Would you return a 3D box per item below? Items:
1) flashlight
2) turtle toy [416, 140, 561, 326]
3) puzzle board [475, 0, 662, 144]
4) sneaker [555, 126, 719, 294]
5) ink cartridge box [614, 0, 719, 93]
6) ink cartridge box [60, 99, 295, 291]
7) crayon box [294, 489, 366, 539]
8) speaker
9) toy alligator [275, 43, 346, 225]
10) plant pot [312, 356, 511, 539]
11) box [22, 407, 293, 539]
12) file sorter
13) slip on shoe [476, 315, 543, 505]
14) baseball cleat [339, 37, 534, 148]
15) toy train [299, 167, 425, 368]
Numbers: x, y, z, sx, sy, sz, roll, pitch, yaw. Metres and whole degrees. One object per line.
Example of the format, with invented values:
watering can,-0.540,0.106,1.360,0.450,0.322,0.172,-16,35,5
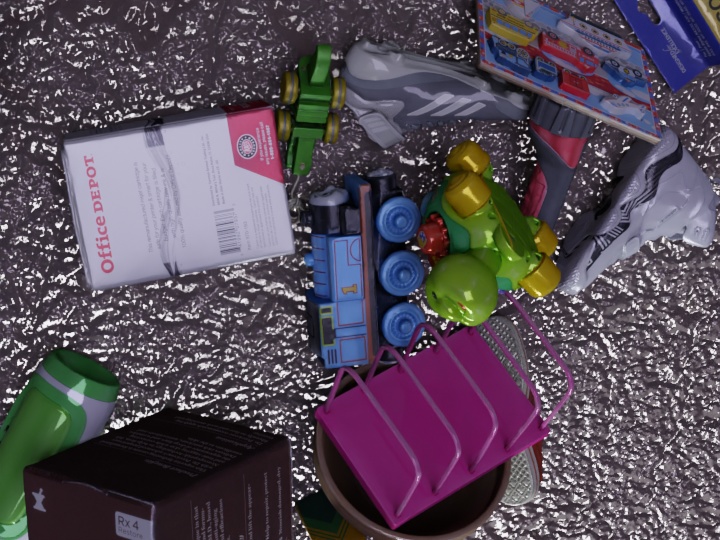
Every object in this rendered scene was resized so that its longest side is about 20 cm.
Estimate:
flashlight,0.176,-0.086,1.384,0.068,0.068,0.200,0,125,-29
turtle toy,0.108,-0.022,1.297,0.101,0.200,0.146,-36,108,21
puzzle board,0.202,-0.210,1.347,0.200,0.151,0.017,21,133,-17
sneaker,0.296,-0.040,1.440,0.115,0.075,0.200,35,90,-15
ink cartridge box,0.353,-0.316,1.402,0.200,0.047,0.198,-40,109,-6
ink cartridge box,-0.174,-0.074,1.318,0.199,0.083,0.146,-11,105,-10
crayon box,-0.003,0.312,1.389,0.051,0.200,0.126,-25,108,-6
speaker,-0.313,0.180,1.347,0.088,0.088,0.200,27,96,-18
toy alligator,-0.055,-0.140,1.346,0.059,0.054,0.200,3,127,-13
plant pot,0.045,0.196,1.408,0.200,0.093,0.201,6,58,-10
box,-0.185,0.246,1.307,0.200,0.166,0.165,-19,114,-52
file sorter,0.084,0.123,1.332,0.200,0.126,0.139,-26,69,-26
slip on shoe,0.155,0.145,1.465,0.074,0.061,0.201,-9,95,26
baseball cleat,0.070,-0.164,1.373,0.200,0.070,0.107,16,115,-14
toy train,0.000,0.000,1.373,0.114,0.087,0.201,-7,105,-14
